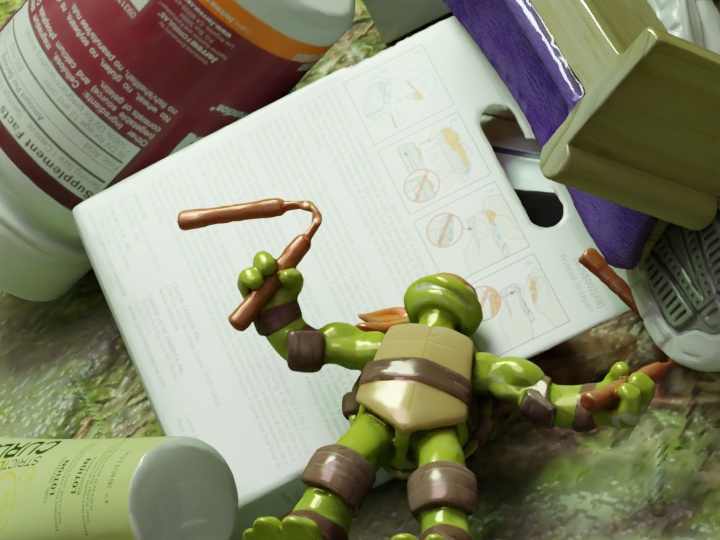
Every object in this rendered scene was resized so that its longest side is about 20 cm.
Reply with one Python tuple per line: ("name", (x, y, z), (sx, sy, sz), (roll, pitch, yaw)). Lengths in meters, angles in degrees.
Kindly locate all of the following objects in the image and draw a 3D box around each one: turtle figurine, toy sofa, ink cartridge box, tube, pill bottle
("turtle figurine", (0.010, 0.050, 0.894), (0.199, 0.065, 0.162), (17, 46, 5))
("toy sofa", (0.067, -0.099, 0.911), (0.098, 0.083, 0.200), (-49, 46, 24))
("ink cartridge box", (0.000, 0.000, 0.991), (0.199, 0.050, 0.163), (-26, 62, -1))
("tube", (-0.126, 0.096, 0.977), (0.058, 0.052, 0.200), (-20, 8, -37))
("pill bottle", (-0.106, -0.085, 1.095), (0.200, 0.114, 0.114), (-44, 33, 23))

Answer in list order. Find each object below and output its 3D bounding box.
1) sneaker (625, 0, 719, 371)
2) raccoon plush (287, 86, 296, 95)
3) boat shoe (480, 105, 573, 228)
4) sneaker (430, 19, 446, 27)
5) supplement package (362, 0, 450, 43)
("sneaker", (0.139, -0.040, 0.950), (0.078, 0.099, 0.201), (-38, 51, 36))
("raccoon plush", (-0.053, -0.138, 1.223), (0.134, 0.097, 0.200), (-31, 67, -26))
("boat shoe", (0.056, -0.059, 1.044), (0.201, 0.075, 0.086), (13, 54, 37))
("sneaker", (0.115, -0.153, 1.107), (0.200, 0.076, 0.114), (-30, 5, -38))
("supplement package", (0.060, -0.237, 1.173), (0.199, 0.156, 0.111), (-26, 38, 4))
